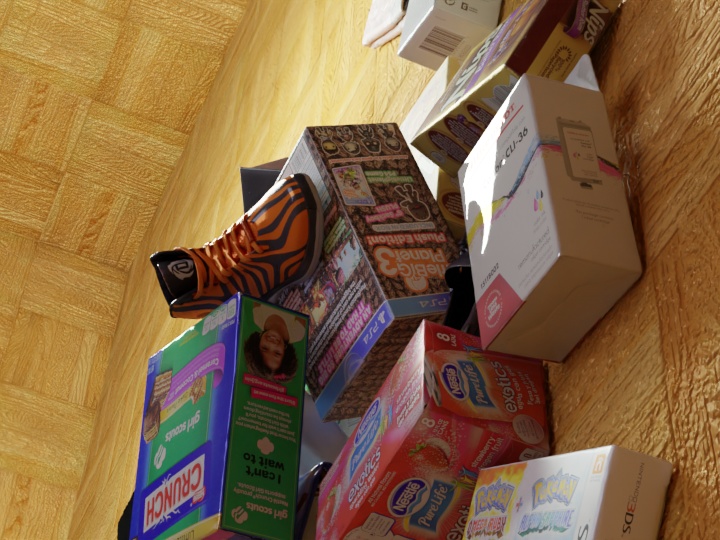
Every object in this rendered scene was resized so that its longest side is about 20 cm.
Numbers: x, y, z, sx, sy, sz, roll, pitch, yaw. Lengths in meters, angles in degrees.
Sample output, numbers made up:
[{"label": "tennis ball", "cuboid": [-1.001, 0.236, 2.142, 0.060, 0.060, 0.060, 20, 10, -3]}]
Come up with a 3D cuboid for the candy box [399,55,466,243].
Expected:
[{"label": "candy box", "cuboid": [0.073, -0.085, 1.396, 0.116, 0.055, 0.201, 126, 158, -48]}]

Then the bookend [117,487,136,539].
[{"label": "bookend", "cuboid": [-0.116, 0.302, 1.361, 0.201, 0.198, 0.092, -94, 26, -43]}]

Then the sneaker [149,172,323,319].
[{"label": "sneaker", "cuboid": [-0.109, -0.008, 1.281, 0.200, 0.112, 0.078, -54, 51, 47]}]

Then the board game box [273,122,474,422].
[{"label": "board game box", "cuboid": [0.000, 0.000, 1.305, 0.160, 0.096, 0.201, -56, 49, 46]}]

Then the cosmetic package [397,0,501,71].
[{"label": "cosmetic package", "cuboid": [0.103, -0.311, 1.552, 0.101, 0.071, 0.201, 135, 151, -60]}]

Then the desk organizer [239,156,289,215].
[{"label": "desk organizer", "cuboid": [-0.025, -0.075, 1.578, 0.199, 0.077, 0.072, 7, 108, 36]}]

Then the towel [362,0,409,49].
[{"label": "towel", "cuboid": [0.062, -0.388, 1.898, 0.191, 0.032, 0.201, 172, 117, -75]}]

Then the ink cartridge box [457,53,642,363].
[{"label": "ink cartridge box", "cuboid": [0.125, -0.052, 1.065, 0.117, 0.067, 0.201, 124, 150, -46]}]

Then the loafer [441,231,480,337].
[{"label": "loafer", "cuboid": [0.092, 0.014, 1.179, 0.072, 0.063, 0.201, 126, 159, -48]}]

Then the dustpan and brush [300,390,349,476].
[{"label": "dustpan and brush", "cuboid": [-0.059, 0.125, 1.352, 0.057, 0.200, 0.139, -47, 27, -21]}]

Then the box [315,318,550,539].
[{"label": "box", "cuboid": [0.048, 0.144, 1.100, 0.096, 0.099, 0.200, -88, 21, -49]}]

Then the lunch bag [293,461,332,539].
[{"label": "lunch bag", "cuboid": [-0.046, 0.283, 1.234, 0.170, 0.123, 0.201, -45, 22, 57]}]

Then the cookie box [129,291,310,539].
[{"label": "cookie box", "cuboid": [-0.118, 0.145, 1.247, 0.171, 0.075, 0.201, -34, 46, 49]}]

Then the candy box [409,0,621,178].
[{"label": "candy box", "cuboid": [0.122, -0.160, 1.245, 0.117, 0.056, 0.200, -56, 7, -23]}]

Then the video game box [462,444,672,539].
[{"label": "video game box", "cuboid": [0.106, 0.204, 0.915, 0.200, 0.047, 0.183, 148, 142, -68]}]

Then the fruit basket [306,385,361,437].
[{"label": "fruit basket", "cuboid": [-0.052, 0.091, 1.505, 0.185, 0.094, 0.201, -23, 50, 42]}]
